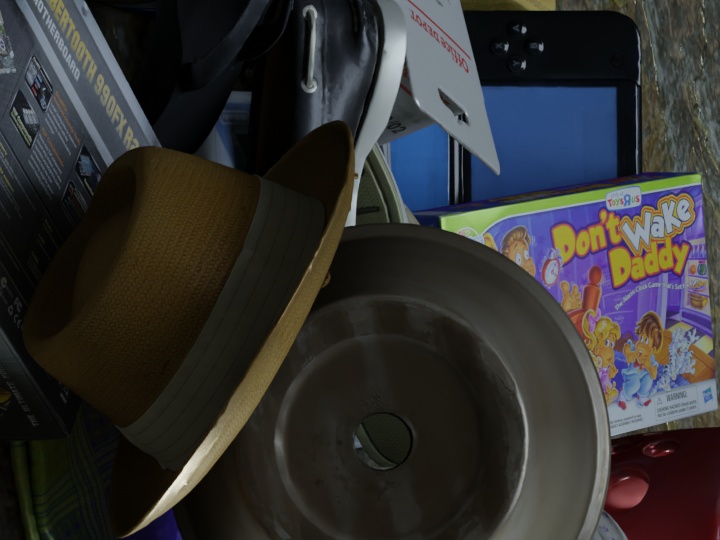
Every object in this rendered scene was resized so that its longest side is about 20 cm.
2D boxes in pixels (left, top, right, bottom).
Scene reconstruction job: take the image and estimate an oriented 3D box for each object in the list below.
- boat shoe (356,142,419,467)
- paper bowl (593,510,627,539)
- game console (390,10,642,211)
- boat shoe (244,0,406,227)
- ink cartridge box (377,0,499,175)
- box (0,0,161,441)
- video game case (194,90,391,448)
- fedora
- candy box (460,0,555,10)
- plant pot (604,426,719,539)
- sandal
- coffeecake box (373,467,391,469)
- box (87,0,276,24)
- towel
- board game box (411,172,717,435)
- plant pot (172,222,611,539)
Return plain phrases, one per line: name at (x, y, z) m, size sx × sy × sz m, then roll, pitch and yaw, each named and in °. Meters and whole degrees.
boat shoe at (0.000, 0.000, 1.468) m, size 0.068 × 0.075 × 0.200 m, roll -72°, pitch 147°, yaw -66°
paper bowl at (0.063, 0.214, 1.553) m, size 0.104 × 0.201 × 0.201 m, roll 9°, pitch 76°, yaw -25°
game console at (0.078, -0.049, 1.637) m, size 0.118 × 0.170 × 0.201 m, roll 164°, pitch -74°, yaw -86°
boat shoe at (-0.033, -0.034, 1.362) m, size 0.060 × 0.074 × 0.200 m, roll 12°, pitch 96°, yaw -28°
ink cartridge box at (0.001, -0.141, 1.490) m, size 0.115 × 0.068 × 0.200 m, roll 35°, pitch 38°, yaw -60°
box at (-0.153, -0.052, 1.205) m, size 0.200 × 0.048 × 0.159 m, roll 64°, pitch 32°, yaw -45°
video game case at (-0.038, 0.002, 1.484) m, size 0.200 × 0.022 × 0.183 m, roll -4°, pitch 92°, yaw -61°
fedora at (-0.077, 0.008, 1.170) m, size 0.082 × 0.201 × 0.201 m, roll 31°, pitch 47°, yaw -13°
candy box at (0.057, -0.215, 1.721) m, size 0.200 × 0.056 × 0.117 m, roll 22°, pitch 68°, yaw -67°
plant pot at (0.156, 0.193, 1.752) m, size 0.200 × 0.182 × 0.201 m, roll -2°, pitch 90°, yaw -68°
sandal at (-0.057, -0.104, 1.299) m, size 0.076 × 0.043 × 0.200 m, roll -30°, pitch 158°, yaw -36°
coffeecake box at (0.015, 0.198, 1.448) m, size 0.073 × 0.153 × 0.200 m, roll 31°, pitch 59°, yaw -65°
box at (-0.086, -0.152, 1.348) m, size 0.200 × 0.070 × 0.064 m, roll 9°, pitch 81°, yaw -67°
towel at (-0.089, 0.082, 1.349) m, size 0.200 × 0.023 × 0.144 m, roll -33°, pitch 117°, yaw -56°
board game box at (0.106, 0.025, 1.604) m, size 0.200 × 0.045 × 0.135 m, roll -11°, pitch 98°, yaw -41°
plant pot at (0.011, 0.072, 1.241) m, size 0.174 × 0.199 × 0.201 m, roll 81°, pitch 9°, yaw -85°
